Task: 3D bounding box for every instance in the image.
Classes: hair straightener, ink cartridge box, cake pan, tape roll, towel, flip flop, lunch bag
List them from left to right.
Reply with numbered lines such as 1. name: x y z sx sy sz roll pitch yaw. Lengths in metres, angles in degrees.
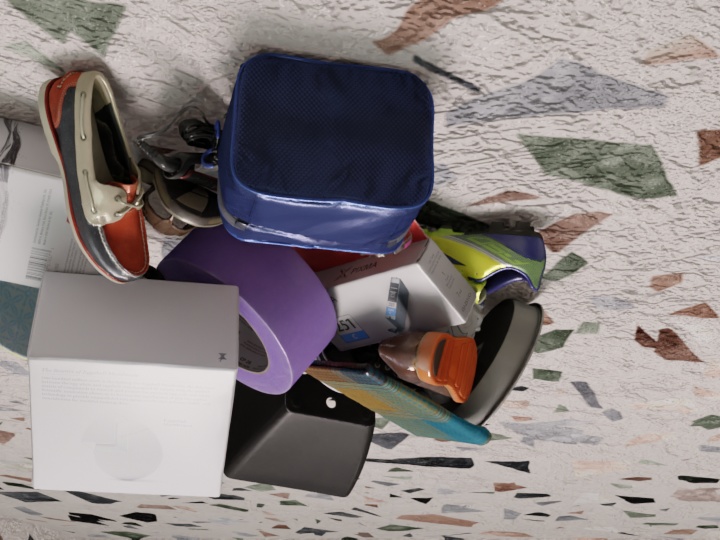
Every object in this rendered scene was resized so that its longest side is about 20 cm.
1. ink cartridge box: -0.344 -0.068 1.136 0.197 0.084 0.146 13 128 -16
2. flip flop: -0.182 -0.065 1.107 0.080 0.058 0.200 28 -179 -26
3. hair straightener: -0.139 -0.114 1.064 0.040 0.078 0.199 12 -179 28
4. tape roll: -0.128 0.037 1.285 0.199 0.085 0.201 31 150 20
5. lunch bag: -0.039 -0.092 1.003 0.197 0.138 0.133 7 158 -7
6. ink cartridge box: 0.000 0.000 1.251 0.198 0.045 0.177 -16 123 43
7. towel: 0.041 0.150 1.328 0.199 0.022 0.146 33 160 -30
8. cake pan: 0.155 0.117 1.429 0.036 0.202 0.200 33 153 -7

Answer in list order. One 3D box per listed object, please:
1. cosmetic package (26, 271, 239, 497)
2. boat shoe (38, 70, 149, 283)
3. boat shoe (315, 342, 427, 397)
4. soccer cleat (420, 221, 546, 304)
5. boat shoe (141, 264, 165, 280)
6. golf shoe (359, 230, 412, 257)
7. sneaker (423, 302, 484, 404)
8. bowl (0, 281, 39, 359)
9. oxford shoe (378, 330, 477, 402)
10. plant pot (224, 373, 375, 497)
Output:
1. cosmetic package: -0.230 0.118 1.177 0.196 0.124 0.202 5 133 -10
2. boat shoe: -0.229 -0.082 1.045 0.062 0.203 0.071 -4 -159 31
3. boat shoe: 0.027 0.119 1.414 0.198 0.071 0.066 24 132 -32
4. soccer cleat: 0.103 -0.005 1.251 0.197 0.085 0.065 -4 172 21
5. boat shoe: -0.210 0.067 1.271 0.073 0.063 0.203 15 139 31
6. golf shoe: -0.039 -0.073 1.168 0.197 0.073 0.093 6 120 29
7. sneaker: 0.104 0.070 1.356 0.086 0.075 0.203 -4 118 -3
8. bowl: -0.338 -0.010 1.287 0.197 0.203 0.108 12 -160 -16
9. oxford shoe: 0.080 0.100 1.276 0.072 0.072 0.200 8 167 23
10. plant pot: -0.073 0.187 1.651 0.197 0.202 0.178 13 147 -18
